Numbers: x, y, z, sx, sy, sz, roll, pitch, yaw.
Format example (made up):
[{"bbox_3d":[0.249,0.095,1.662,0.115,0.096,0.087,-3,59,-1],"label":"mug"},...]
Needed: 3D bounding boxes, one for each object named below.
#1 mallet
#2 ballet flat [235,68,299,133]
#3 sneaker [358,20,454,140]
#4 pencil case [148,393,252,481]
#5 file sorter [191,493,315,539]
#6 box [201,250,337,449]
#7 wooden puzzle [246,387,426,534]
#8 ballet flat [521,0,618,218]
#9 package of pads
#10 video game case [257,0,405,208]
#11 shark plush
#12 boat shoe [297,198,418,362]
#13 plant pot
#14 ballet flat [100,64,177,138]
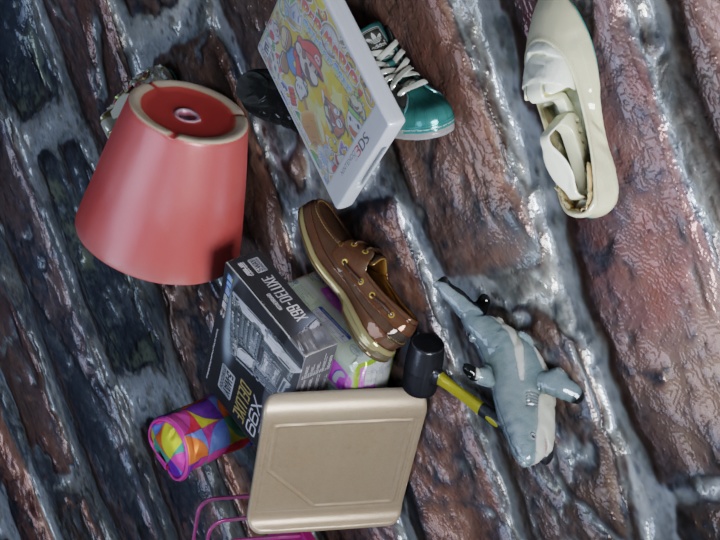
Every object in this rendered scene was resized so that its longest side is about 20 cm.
[{"bbox_3d":[0.118,0.147,1.621,0.200,0.041,0.066,41,135,27],"label":"mallet"},{"bbox_3d":[-0.053,-0.174,1.670,0.199,0.057,0.067,28,102,37],"label":"ballet flat"},{"bbox_3d":[0.017,-0.194,1.528,0.200,0.071,0.080,35,139,40],"label":"sneaker"},{"bbox_3d":[-0.162,0.186,1.890,0.088,0.199,0.089,18,116,41],"label":"pencil case"},{"bbox_3d":[-0.128,0.388,1.949,0.200,0.124,0.140,-130,43,-55],"label":"file sorter"},{"bbox_3d":[-0.106,0.103,1.770,0.158,0.049,0.201,49,142,29],"label":"box"},{"bbox_3d":[-0.030,0.210,1.746,0.037,0.183,0.201,-110,23,-50],"label":"wooden puzzle"},{"bbox_3d":[0.176,-0.139,1.348,0.069,0.069,0.202,-5,104,54],"label":"ballet flat"},{"bbox_3d":[-0.038,0.125,1.791,0.154,0.068,0.201,44,141,32],"label":"package of pads"},{"bbox_3d":[-0.034,-0.186,1.536,0.201,0.023,0.182,64,154,15],"label":"video game case"},{"bbox_3d":[0.137,0.089,1.516,0.091,0.083,0.201,-31,84,56],"label":"shark plush"},{"bbox_3d":[0.000,0.000,1.679,0.067,0.072,0.201,-39,65,21],"label":"boat shoe"},{"bbox_3d":[-0.218,-0.110,1.807,0.200,0.199,0.178,42,128,32],"label":"plant pot"},{"bbox_3d":[-0.290,-0.199,1.953,0.076,0.064,0.200,60,146,8],"label":"ballet flat"}]
